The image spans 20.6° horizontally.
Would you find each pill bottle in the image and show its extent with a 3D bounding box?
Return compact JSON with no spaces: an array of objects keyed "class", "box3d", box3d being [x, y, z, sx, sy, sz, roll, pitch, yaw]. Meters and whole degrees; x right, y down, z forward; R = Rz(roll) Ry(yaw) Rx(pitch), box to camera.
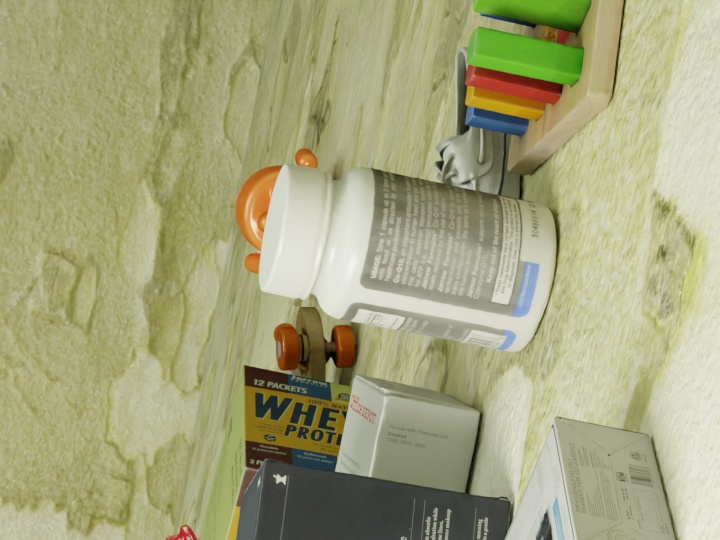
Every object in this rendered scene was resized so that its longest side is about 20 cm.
[{"class":"pill bottle","box3d":[0.032,-0.012,1.445,0.114,0.200,0.114,-168,90,-80]}]

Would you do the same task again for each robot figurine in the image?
[{"class":"robot figurine","box3d":[-0.099,-0.072,2.479,0.200,0.117,0.144,-146,44,-79]}]

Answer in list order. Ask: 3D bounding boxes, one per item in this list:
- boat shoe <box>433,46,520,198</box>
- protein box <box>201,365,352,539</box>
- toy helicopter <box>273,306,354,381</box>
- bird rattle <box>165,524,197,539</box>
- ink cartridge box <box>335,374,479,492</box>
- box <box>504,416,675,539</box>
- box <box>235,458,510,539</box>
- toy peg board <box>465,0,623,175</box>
[{"class":"boat shoe","box3d":[0.091,-0.087,1.588,0.074,0.065,0.200,122,158,-62]},{"class":"protein box","box3d":[-0.071,0.235,1.930,0.199,0.135,0.200,-98,21,-64]},{"class":"toy helicopter","box3d":[-0.060,0.136,2.172,0.132,0.079,0.200,-134,43,-70]},{"class":"bird rattle","box3d":[-0.225,0.447,2.772,0.163,0.113,0.200,-21,45,65]},{"class":"ink cartridge box","box3d":[0.025,0.192,1.591,0.145,0.085,0.200,-163,83,-80]},{"class":"box","box3d":[0.116,0.200,1.149,0.117,0.060,0.200,-93,17,-55]},{"class":"box","box3d":[-0.001,0.252,1.392,0.104,0.182,0.200,123,157,-64]},{"class":"toy peg board","box3d":[0.120,-0.199,1.467,0.199,0.098,0.200,136,145,-72]}]
